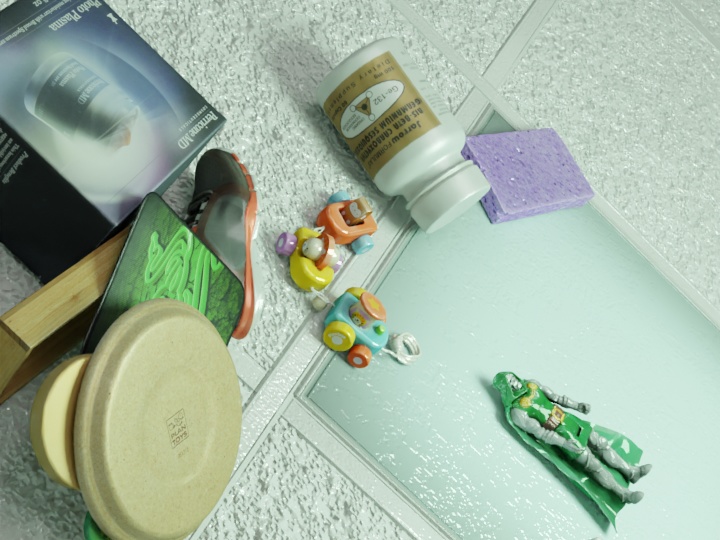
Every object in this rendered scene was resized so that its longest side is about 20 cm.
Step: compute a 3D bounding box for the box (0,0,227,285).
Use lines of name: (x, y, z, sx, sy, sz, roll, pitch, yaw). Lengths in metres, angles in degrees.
box: (-0.255, -0.124, 1.099, 0.198, 0.123, 0.200, 44, 40, -8)

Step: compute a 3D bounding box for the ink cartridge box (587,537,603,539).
ink cartridge box: (0.277, 0.383, 1.243, 0.176, 0.045, 0.200, 33, 41, -36)

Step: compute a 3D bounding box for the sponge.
sponge: (0.206, -0.122, 1.595, 0.200, 0.030, 0.112, -12, 68, -46)

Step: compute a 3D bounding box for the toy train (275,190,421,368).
toy train: (0.000, 0.000, 1.286, 0.150, 0.056, 0.200, -6, 63, -45)

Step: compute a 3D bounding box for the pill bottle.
pill bottle: (0.050, -0.146, 1.403, 0.114, 0.114, 0.200, -26, 79, -50)

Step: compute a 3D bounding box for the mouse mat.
mouse mat: (-0.160, 0.058, 1.029, 0.161, 0.008, 0.200, 50, 47, -47)

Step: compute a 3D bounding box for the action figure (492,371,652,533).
action figure: (0.219, 0.173, 1.356, 0.200, 0.055, 0.118, 37, 43, -8)

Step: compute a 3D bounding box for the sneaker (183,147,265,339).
sneaker: (-0.140, -0.034, 1.172, 0.082, 0.077, 0.200, 9, 53, -30)

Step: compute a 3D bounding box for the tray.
tray: (-0.228, 0.028, 1.016, 0.037, 0.099, 0.200, 43, 39, 1)

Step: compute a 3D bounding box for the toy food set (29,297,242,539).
toy food set: (-0.159, 0.122, 0.978, 0.200, 0.049, 0.198, -56, 136, -45)
